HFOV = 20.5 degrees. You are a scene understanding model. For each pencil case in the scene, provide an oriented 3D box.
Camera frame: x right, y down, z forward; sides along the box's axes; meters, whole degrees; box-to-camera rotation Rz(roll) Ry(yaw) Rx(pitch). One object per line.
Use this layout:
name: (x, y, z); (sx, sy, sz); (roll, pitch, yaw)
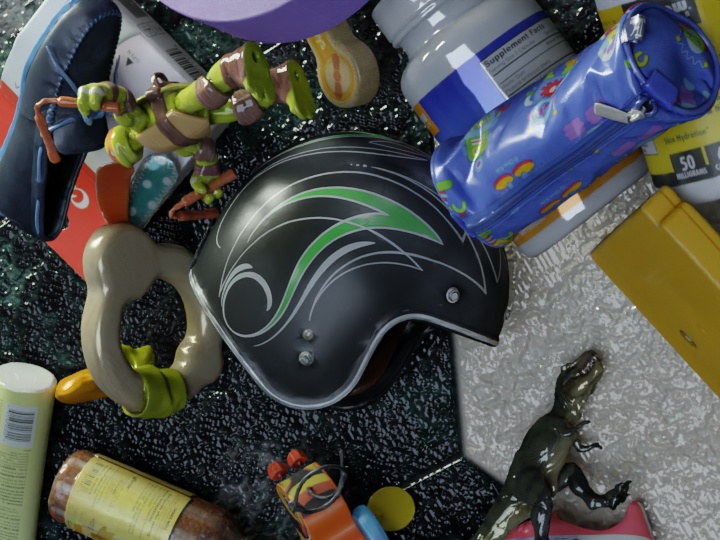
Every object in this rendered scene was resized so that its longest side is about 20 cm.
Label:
pencil case: (0.128, -0.086, 1.216); (0.078, 0.087, 0.200); (43, 134, -13)

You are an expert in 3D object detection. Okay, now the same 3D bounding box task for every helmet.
helmet: (0.000, 0.000, 1.378); (0.191, 0.200, 0.200); (-40, 87, 6)

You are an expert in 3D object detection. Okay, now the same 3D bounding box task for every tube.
tube: (-0.284, 0.172, 1.604); (0.058, 0.052, 0.201); (43, 126, 52)

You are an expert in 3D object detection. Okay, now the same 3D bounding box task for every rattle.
rattle: (-0.188, 0.006, 1.499); (0.143, 0.130, 0.201); (19, 134, 59)

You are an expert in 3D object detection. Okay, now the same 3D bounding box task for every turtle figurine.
turtle figurine: (-0.114, -0.103, 1.376); (0.161, 0.200, 0.065); (-20, 57, 27)

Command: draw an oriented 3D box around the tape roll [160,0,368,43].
tape roll: (-0.061, -0.252, 1.297); (0.199, 0.066, 0.201); (-5, 80, 29)

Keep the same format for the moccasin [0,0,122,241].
moccasin: (-0.206, -0.109, 1.445); (0.068, 0.080, 0.200); (43, 131, 22)

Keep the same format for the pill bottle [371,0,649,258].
pill bottle: (0.098, -0.118, 1.351); (0.112, 0.112, 0.200); (-39, 88, 24)

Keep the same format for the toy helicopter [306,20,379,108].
toy helicopter: (-0.036, -0.207, 1.362); (0.132, 0.079, 0.201); (-35, 78, 46)

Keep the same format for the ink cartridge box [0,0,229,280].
ink cartridge box: (-0.208, -0.104, 1.505); (0.163, 0.057, 0.200); (44, 109, 5)

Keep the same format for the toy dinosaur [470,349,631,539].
toy dinosaur: (0.133, 0.157, 1.412); (0.088, 0.047, 0.200); (33, 85, 27)

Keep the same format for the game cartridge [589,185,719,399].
game cartridge: (0.233, 0.030, 1.298); (0.032, 0.200, 0.176); (-42, 87, -9)

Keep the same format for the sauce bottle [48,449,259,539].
sauce bottle: (-0.143, 0.202, 1.545); (0.199, 0.066, 0.066); (22, 110, 17)

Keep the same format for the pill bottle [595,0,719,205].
pill bottle: (0.211, -0.150, 1.254); (0.111, 0.111, 0.201); (-17, 97, 23)

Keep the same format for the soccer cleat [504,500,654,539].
soccer cleat: (0.115, 0.211, 1.446); (0.199, 0.067, 0.077); (-5, 80, 11)

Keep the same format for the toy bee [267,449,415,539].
toy bee: (-0.021, 0.184, 1.478); (0.109, 0.130, 0.201); (48, 141, 46)
